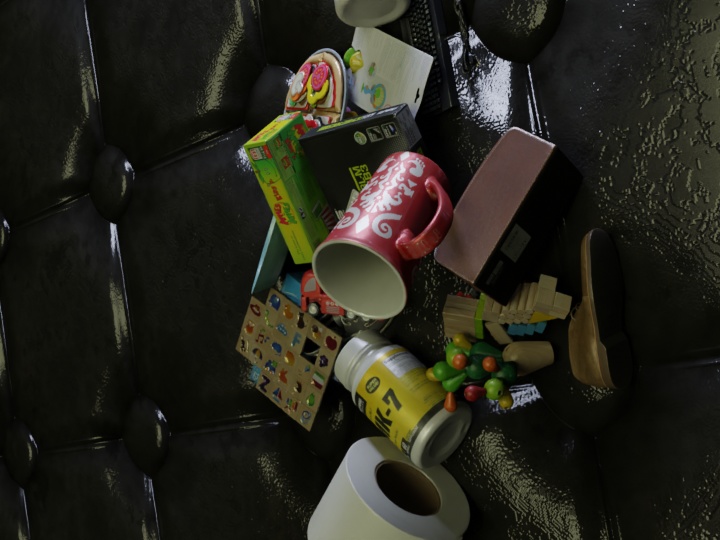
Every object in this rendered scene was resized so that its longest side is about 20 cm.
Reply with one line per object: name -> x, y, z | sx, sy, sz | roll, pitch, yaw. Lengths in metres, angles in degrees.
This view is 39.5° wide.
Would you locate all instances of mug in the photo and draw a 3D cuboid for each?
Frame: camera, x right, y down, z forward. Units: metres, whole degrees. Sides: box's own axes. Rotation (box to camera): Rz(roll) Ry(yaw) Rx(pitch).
mug -> 0.055, -0.050, 1.315 | 0.175, 0.201, 0.135 | 7, 135, 26

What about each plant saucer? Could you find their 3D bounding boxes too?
plant saucer -> -0.130, -0.055, 1.611 | 0.200, 0.035, 0.203 | -163, 89, -83

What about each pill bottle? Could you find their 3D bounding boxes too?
pill bottle -> 0.058, 0.183, 1.464 | 0.200, 0.113, 0.116 | 41, 117, 33
pill bottle -> 0.005, -0.474, 1.473 | 0.113, 0.113, 0.204 | -23, 69, 40

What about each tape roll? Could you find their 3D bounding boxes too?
tape roll -> 0.039, 0.358, 1.431 | 0.203, 0.201, 0.140 | 45, 119, 30

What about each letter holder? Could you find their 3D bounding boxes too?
letter holder -> 0.171, -0.084, 1.318 | 0.141, 0.100, 0.202 | 33, 92, 37

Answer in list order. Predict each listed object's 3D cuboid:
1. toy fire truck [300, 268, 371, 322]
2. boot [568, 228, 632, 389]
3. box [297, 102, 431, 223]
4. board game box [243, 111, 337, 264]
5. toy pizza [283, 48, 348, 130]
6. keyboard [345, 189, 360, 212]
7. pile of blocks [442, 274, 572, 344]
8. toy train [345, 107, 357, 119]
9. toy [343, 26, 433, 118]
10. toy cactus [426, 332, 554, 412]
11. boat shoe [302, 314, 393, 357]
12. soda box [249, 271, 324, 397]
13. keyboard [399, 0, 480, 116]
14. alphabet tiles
toy fire truck -> 0.000, 0.000, 1.473 | 0.197, 0.049, 0.144 | 6, 107, 25
boot -> 0.293, 0.049, 1.281 | 0.075, 0.073, 0.204 | -4, 92, 51
box -> 0.025, -0.129, 1.465 | 0.191, 0.048, 0.202 | -8, 116, 39
board game box -> -0.094, -0.124, 1.513 | 0.047, 0.102, 0.202 | -5, 119, 36
toy pizza -> -0.083, -0.252, 1.581 | 0.199, 0.031, 0.204 | -24, 61, 53
keyboard -> -0.011, -0.038, 1.526 | 0.056, 0.011, 0.202 | 32, 137, 13
pile of blocks -> 0.203, 0.050, 1.373 | 0.197, 0.082, 0.063 | -9, 46, 34
toy train -> -0.010, -0.172, 1.545 | 0.150, 0.055, 0.202 | 38, 116, 34
toy -> 0.045, -0.286, 1.488 | 0.199, 0.047, 0.117 | 38, 118, 44
toy cactus -> 0.178, 0.133, 1.331 | 0.200, 0.162, 0.104 | -174, 74, -82
boat shoe -> -0.018, 0.081, 1.559 | 0.199, 0.062, 0.073 | -39, 67, 36
soda box -> -0.110, 0.105, 1.640 | 0.064, 0.067, 0.203 | 35, 114, 34
keyboard -> 0.111, -0.332, 1.453 | 0.126, 0.020, 0.204 | -15, 83, 41
alphabet tiles -> -0.122, 0.132, 1.604 | 0.199, 0.007, 0.169 | 33, 114, 33
